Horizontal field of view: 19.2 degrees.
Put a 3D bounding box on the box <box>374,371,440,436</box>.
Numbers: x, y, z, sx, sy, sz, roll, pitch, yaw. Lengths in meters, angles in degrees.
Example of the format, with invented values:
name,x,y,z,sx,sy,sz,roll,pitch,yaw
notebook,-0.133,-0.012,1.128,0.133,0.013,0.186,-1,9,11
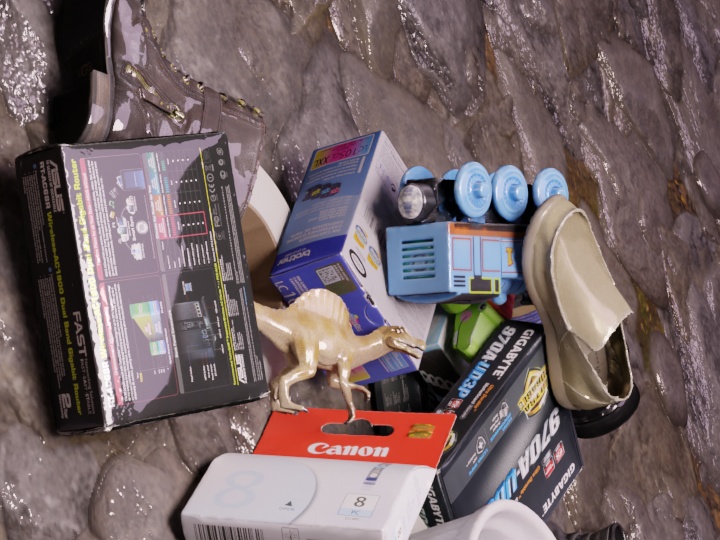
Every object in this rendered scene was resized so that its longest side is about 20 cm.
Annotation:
name,x,y,z,sx,sy,sz,roll,pitch,yaw
box,0.071,0.107,1.926,0.159,0.046,0.201,20,58,-56

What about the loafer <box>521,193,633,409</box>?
name,x,y,z,sx,sy,sz,roll,pitch,yaw
loafer,0.187,0.028,1.757,0.076,0.068,0.201,-43,129,-39

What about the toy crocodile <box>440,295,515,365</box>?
name,x,y,z,sx,sy,sz,roll,pitch,yaw
toy crocodile,0.114,0.004,1.856,0.068,0.061,0.201,48,37,-30

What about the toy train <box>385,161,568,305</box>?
name,x,y,z,sx,sy,sz,roll,pitch,yaw
toy train,0.102,-0.028,1.761,0.199,0.086,0.115,1,88,-49

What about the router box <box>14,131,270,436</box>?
name,x,y,z,sx,sy,sz,roll,pitch,yaw
router box,-0.153,0.007,1.501,0.149,0.062,0.202,-8,88,-43

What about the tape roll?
name,x,y,z,sx,sy,sz,roll,pitch,yaw
tape roll,-0.104,-0.001,1.692,0.203,0.037,0.204,40,42,-47

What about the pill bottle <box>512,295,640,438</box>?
name,x,y,z,sx,sy,sz,roll,pitch,yaw
pill bottle,0.203,0.068,2.141,0.201,0.111,0.112,58,31,-27

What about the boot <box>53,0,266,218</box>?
name,x,y,z,sx,sy,sz,roll,pitch,yaw
boot,-0.145,-0.140,1.618,0.173,0.069,0.201,21,66,-37

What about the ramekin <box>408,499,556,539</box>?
name,x,y,z,sx,sy,sz,roll,pitch,yaw
ramekin,0.089,0.282,1.613,0.200,0.097,0.202,38,43,-48

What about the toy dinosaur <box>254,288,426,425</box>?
name,x,y,z,sx,sy,sz,roll,pitch,yaw
toy dinosaur,-0.046,0.061,1.657,0.199,0.058,0.102,17,78,-32

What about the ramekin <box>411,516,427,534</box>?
name,x,y,z,sx,sy,sz,roll,pitch,yaw
ramekin,-0.008,0.264,1.653,0.200,0.097,0.201,38,44,-48

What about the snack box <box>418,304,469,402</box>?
name,x,y,z,sx,sy,sz,roll,pitch,yaw
snack box,0.116,0.105,1.901,0.201,0.037,0.116,56,33,-26

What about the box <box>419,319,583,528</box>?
name,x,y,z,sx,sy,sz,roll,pitch,yaw
box,0.111,0.162,1.774,0.200,0.046,0.160,-49,134,-41

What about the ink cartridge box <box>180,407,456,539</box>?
name,x,y,z,sx,sy,sz,roll,pitch,yaw
ink cartridge box,-0.027,0.148,1.613,0.200,0.159,0.048,-62,148,-53

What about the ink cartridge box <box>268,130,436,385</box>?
name,x,y,z,sx,sy,sz,roll,pitch,yaw
ink cartridge box,0.000,0.000,1.763,0.137,0.076,0.201,56,31,-30

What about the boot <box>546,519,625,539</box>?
name,x,y,z,sx,sy,sz,roll,pitch,yaw
boot,0.191,0.255,1.992,0.070,0.131,0.201,49,36,-37
